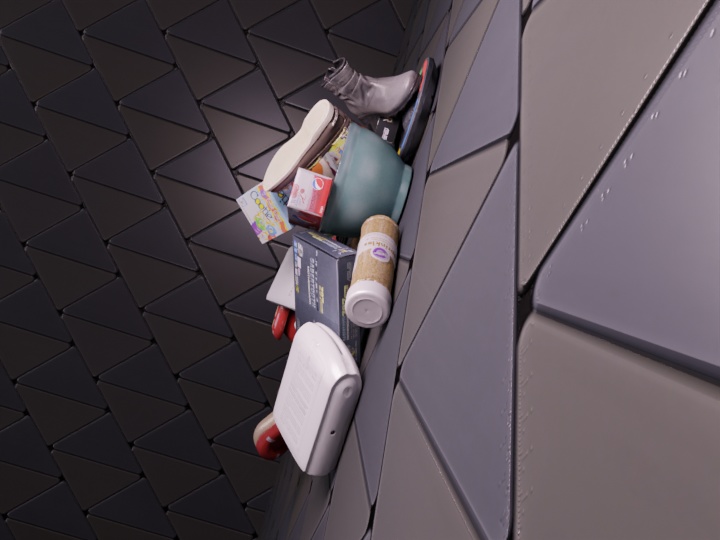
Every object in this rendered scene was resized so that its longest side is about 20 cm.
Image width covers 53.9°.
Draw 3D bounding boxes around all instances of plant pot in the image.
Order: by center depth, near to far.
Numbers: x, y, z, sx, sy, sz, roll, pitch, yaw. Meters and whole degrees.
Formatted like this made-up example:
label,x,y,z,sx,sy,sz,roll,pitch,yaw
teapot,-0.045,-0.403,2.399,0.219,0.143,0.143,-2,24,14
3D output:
label,x,y,z,sx,sy,sz,roll,pitch,yaw
plant pot,0.016,-0.147,1.266,0.200,0.131,0.206,-164,90,-86
plant pot,-0.105,0.093,1.667,0.200,0.178,0.206,-161,90,-84

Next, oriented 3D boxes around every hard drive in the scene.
label,x,y,z,sx,sy,sz,roll,pitch,yaw
hard drive,-0.137,0.016,1.521,0.199,0.026,0.135,9,72,65

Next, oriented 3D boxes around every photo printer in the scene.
label,x,y,z,sx,sy,sz,roll,pitch,yaw
photo printer,-0.070,0.198,1.149,0.166,0.068,0.205,44,123,51

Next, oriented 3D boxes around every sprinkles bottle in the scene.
label,x,y,z,sx,sy,sz,roll,pitch,yaw
sprinkles bottle,0.021,-0.003,1.085,0.202,0.066,0.069,-79,8,-52

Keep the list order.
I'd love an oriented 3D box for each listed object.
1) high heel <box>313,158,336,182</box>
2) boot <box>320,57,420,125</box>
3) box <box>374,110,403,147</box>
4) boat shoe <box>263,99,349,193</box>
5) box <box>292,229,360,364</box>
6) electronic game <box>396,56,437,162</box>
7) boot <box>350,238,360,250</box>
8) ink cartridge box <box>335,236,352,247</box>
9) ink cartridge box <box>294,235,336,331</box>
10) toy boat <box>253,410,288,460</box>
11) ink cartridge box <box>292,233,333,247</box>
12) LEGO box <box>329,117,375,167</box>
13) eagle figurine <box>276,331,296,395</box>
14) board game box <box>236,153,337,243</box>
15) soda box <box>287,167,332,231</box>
label,x,y,z,sx,sy,sz,roll,pitch,yaw
high heel,-0.063,-0.175,1.408,0.096,0.195,0.069,-161,93,-78
boot,0.011,-0.347,1.318,0.198,0.130,0.071,-16,45,53
box,0.057,-0.255,1.462,0.202,0.042,0.163,93,-170,-56
boat shoe,-0.097,-0.206,1.240,0.200,0.059,0.073,-47,43,24
box,-0.060,0.047,1.223,0.157,0.050,0.206,28,125,51
electronic game,0.101,-0.298,1.330,0.200,0.040,0.206,-163,89,-87
boot,0.000,0.000,1.449,0.175,0.064,0.206,115,168,-81
ink cartridge box,-0.006,-0.093,1.615,0.044,0.092,0.205,118,168,-62
ink cartridge box,-0.084,0.042,1.447,0.162,0.049,0.202,-53,39,26
toy boat,-0.144,0.369,1.582,0.199,0.133,0.129,-41,-21,28
ink cartridge box,-0.056,-0.063,1.682,0.104,0.195,0.061,176,80,-72
LEGO box,-0.065,-0.242,1.572,0.203,0.146,0.078,-59,19,18
eagle figurine,-0.113,0.215,1.491,0.151,0.199,0.153,-38,-48,-14
board game box,-0.137,-0.157,1.430,0.102,0.106,0.200,-21,15,42
soda box,-0.090,-0.119,1.239,0.200,0.062,0.072,144,142,-84
